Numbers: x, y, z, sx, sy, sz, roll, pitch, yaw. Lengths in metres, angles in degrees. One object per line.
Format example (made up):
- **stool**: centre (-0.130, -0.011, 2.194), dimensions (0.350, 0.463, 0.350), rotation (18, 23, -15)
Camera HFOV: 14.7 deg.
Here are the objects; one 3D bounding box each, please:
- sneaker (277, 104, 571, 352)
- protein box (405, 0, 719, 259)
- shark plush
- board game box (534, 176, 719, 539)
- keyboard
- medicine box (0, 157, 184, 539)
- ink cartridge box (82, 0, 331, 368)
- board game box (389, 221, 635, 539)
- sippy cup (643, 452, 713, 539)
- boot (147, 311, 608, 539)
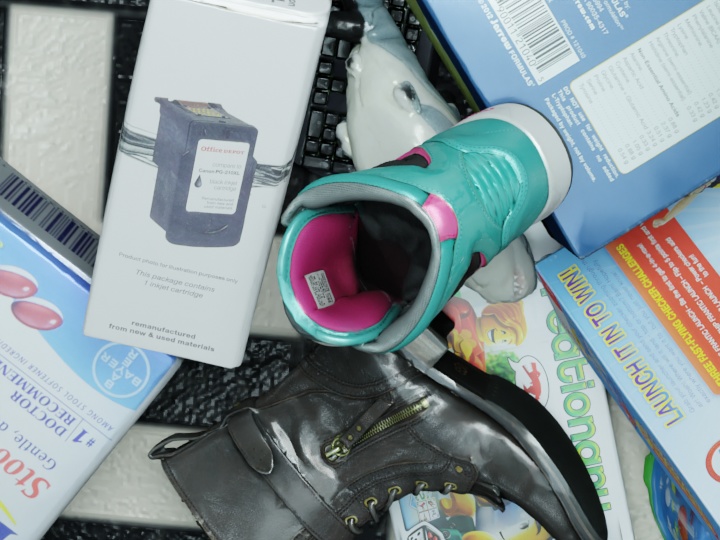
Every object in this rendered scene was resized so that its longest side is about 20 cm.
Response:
- **sneaker**: centre (0.000, 0.000, 1.301), dimensions (0.084, 0.121, 0.200), rotation (57, 137, 4)
- **protein box**: centre (0.134, -0.145, 1.365), dimensions (0.200, 0.135, 0.199), rotation (-32, 96, 1)
- **shark plush**: centre (0.024, -0.070, 1.418), dimensions (0.091, 0.083, 0.200), rotation (-40, 77, 34)
- **board game box**: centre (0.219, 0.025, 1.373), dimensions (0.196, 0.200, 0.056), rotation (-31, 140, -2)
- **keyboard**: centre (0.032, -0.138, 1.448), dimensions (0.127, 0.021, 0.200), rotation (10, 103, 1)
- **medicine box**: centre (-0.215, 0.054, 1.460), dimensions (0.182, 0.103, 0.200), rotation (38, 101, -5)
- **ink cartridge box**: centre (-0.071, -0.078, 1.364), dimensions (0.084, 0.145, 0.200), rotation (13, 123, -4)
- **board game box**: centre (0.067, 0.066, 1.481), dimensions (0.126, 0.035, 0.200), rotation (-12, 101, 5)
- **sippy cup**: centre (0.218, 0.122, 1.437), dimensions (0.139, 0.130, 0.178), rotation (-1, 101, 3)
- **boot**: centre (0.010, 0.114, 1.448), dimensions (0.200, 0.069, 0.174), rotation (45, 102, 5)
